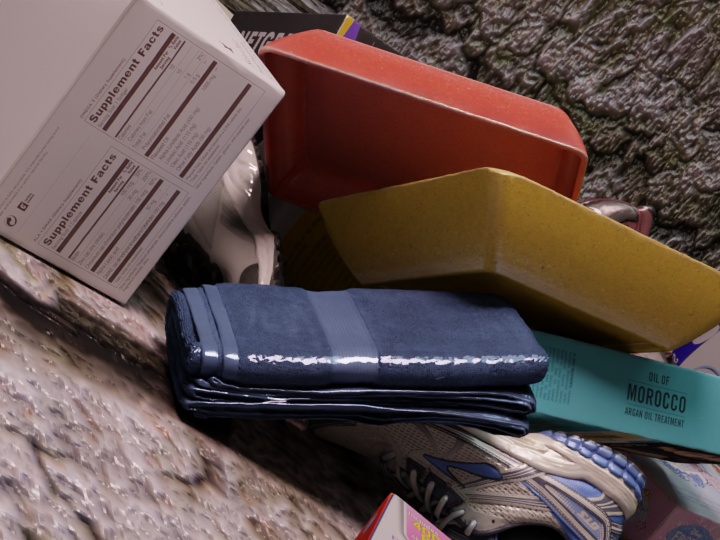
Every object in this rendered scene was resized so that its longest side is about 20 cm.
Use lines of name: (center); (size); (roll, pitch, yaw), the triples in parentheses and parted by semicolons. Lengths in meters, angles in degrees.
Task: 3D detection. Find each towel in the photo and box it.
towel: (-0.005, 0.047, 1.136); (0.198, 0.049, 0.112); (1, 23, -12)

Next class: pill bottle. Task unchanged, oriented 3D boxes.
pill bottle: (0.000, 0.000, 1.404); (0.200, 0.115, 0.114); (41, 11, 14)

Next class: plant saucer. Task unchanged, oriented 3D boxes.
plant saucer: (0.038, -0.071, 1.264); (0.198, 0.037, 0.200); (18, -22, 7)
plant saucer: (0.096, 0.006, 1.239); (0.199, 0.049, 0.199); (24, -16, -28)

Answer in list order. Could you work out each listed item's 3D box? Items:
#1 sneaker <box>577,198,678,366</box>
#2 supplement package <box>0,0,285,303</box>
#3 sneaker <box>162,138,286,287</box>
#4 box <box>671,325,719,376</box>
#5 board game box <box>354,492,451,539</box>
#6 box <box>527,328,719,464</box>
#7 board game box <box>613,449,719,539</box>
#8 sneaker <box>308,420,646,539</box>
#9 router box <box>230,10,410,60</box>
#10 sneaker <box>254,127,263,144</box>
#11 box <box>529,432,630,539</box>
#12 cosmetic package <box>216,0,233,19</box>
sneaker: (0.188, 0.018, 1.426); (0.200, 0.116, 0.076); (38, -6, 2)
supplement package: (-0.157, -0.110, 1.209); (0.111, 0.156, 0.200); (31, 13, -34)
sneaker: (-0.088, -0.006, 1.290); (0.079, 0.074, 0.201); (-7, 37, -9)
box: (0.427, 0.125, 2.151); (0.105, 0.184, 0.200); (29, 13, -46)
board game box: (0.050, 0.188, 0.971); (0.153, 0.040, 0.200); (39, 10, 2)
box: (0.146, 0.078, 1.267); (0.199, 0.050, 0.082); (15, -11, -33)
board game box: (0.202, 0.137, 1.436); (0.199, 0.043, 0.199); (27, 16, -44)
sneaker: (0.060, 0.122, 1.192); (0.198, 0.086, 0.077); (17, -17, 6)
router box: (-0.001, -0.111, 1.402); (0.157, 0.052, 0.200); (33, -7, -24)
sneaker: (-0.096, -0.111, 1.547); (0.200, 0.114, 0.075); (41, 10, 12)
box: (0.160, 0.155, 1.476); (0.200, 0.048, 0.158); (43, 11, 22)
cosmetic package: (-0.196, -0.206, 1.643); (0.200, 0.104, 0.087); (28, 15, -51)
